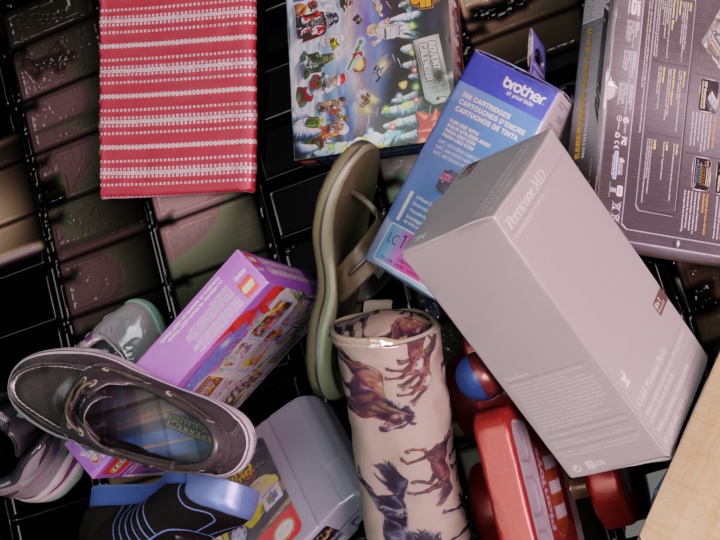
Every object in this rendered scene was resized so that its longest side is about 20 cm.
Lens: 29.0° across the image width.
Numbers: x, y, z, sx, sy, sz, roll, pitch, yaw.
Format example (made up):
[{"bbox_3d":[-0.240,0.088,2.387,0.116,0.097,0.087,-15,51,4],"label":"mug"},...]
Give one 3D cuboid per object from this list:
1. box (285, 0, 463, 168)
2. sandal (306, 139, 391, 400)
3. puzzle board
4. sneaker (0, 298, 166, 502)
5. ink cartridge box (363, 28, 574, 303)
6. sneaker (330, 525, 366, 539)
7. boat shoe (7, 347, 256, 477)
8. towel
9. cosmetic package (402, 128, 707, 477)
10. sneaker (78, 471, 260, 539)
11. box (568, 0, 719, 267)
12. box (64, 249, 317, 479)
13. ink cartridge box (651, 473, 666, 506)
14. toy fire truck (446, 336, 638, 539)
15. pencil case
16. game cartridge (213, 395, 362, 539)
[{"bbox_3d":[0.010,-0.189,1.108,0.136,0.040,0.201,-7,82,18],"label":"box"},{"bbox_3d":[0.000,0.001,1.071,0.057,0.080,0.202,7,97,22],"label":"sandal"},{"bbox_3d":[0.278,0.114,0.859,0.150,0.017,0.200,24,66,15],"label":"puzzle board"},{"bbox_3d":[-0.241,0.106,1.109,0.078,0.140,0.200,35,96,20],"label":"sneaker"},{"bbox_3d":[0.097,-0.072,1.012,0.076,0.136,0.200,31,94,18],"label":"ink cartridge box"},{"bbox_3d":[0.043,0.250,1.029,0.200,0.074,0.080,22,101,24],"label":"sneaker"},{"bbox_3d":[-0.172,0.101,0.979,0.199,0.066,0.070,19,90,20],"label":"boat shoe"},{"bbox_3d":[-0.153,-0.161,1.173,0.144,0.022,0.201,-2,85,17],"label":"towel"},{"bbox_3d":[0.128,0.023,0.895,0.090,0.107,0.200,-19,117,41],"label":"cosmetic package"},{"bbox_3d":[-0.149,0.201,1.059,0.200,0.070,0.078,-18,55,48],"label":"sneaker"},{"bbox_3d":[0.227,-0.108,0.971,0.158,0.048,0.201,8,86,-20],"label":"box"},{"bbox_3d":[-0.120,0.076,1.072,0.039,0.137,0.200,45,99,18],"label":"box"},{"bbox_3d":[0.296,0.113,0.919,0.136,0.076,0.200,29,65,19],"label":"ink cartridge box"},{"bbox_3d":[0.114,0.113,0.967,0.112,0.168,0.201,-15,79,17],"label":"toy fire truck"},{"bbox_3d":[0.031,0.121,0.956,0.078,0.089,0.201,-5,108,15],"label":"pencil case"},{"bbox_3d":[-0.080,0.196,1.065,0.200,0.041,0.133,-48,36,12],"label":"game cartridge"}]
